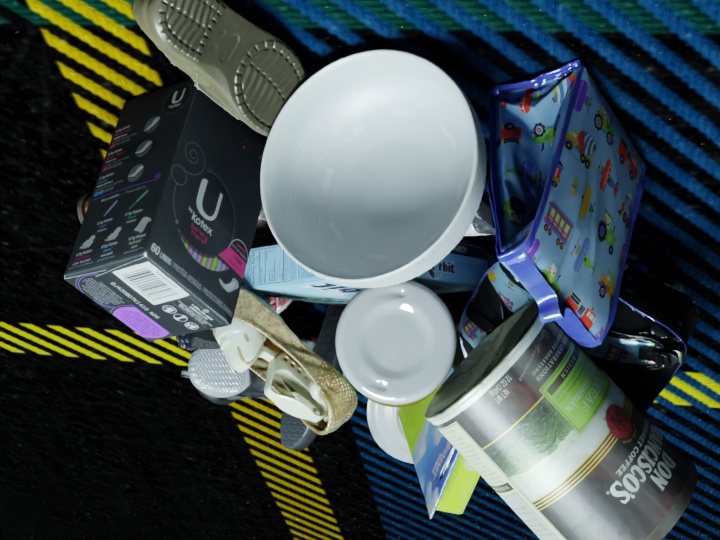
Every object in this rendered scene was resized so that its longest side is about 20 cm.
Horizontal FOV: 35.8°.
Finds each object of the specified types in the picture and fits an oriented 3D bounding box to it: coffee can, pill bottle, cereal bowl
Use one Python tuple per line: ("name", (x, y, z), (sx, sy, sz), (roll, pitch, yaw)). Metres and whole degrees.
("coffee can", (0.174, 0.150, 0.982), (0.200, 0.146, 0.146), (46, 142, -2))
("pill bottle", (0.035, 0.076, 1.082), (0.109, 0.113, 0.200), (8, 172, 3))
("cereal bowl", (0.019, -0.079, 0.951), (0.197, 0.204, 0.083), (-6, 166, 24))

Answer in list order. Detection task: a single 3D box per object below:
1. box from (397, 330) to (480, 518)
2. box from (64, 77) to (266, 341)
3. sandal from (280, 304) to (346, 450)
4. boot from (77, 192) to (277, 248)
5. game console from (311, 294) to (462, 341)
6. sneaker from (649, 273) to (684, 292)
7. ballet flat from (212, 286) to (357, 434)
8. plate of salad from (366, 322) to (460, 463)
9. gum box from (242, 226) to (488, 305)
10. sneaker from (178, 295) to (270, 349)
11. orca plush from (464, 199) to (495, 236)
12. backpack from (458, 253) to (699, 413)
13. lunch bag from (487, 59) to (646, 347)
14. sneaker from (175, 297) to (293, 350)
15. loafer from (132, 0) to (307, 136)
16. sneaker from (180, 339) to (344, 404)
("box", (0.092, 0.155, 1.155), (0.047, 0.201, 0.124), (15, 111, -15))
("box", (-0.168, -0.056, 1.020), (0.105, 0.203, 0.122), (-13, 142, 32))
("sandal", (-0.029, 0.108, 1.234), (0.043, 0.203, 0.076), (30, 167, -28))
("boot", (-0.169, -0.052, 1.162), (0.198, 0.065, 0.186), (-21, 137, 36))
("game console", (0.069, 0.102, 1.365), (0.200, 0.120, 0.171), (40, 169, -36))
("sneaker", (0.256, 0.057, 1.198), (0.091, 0.078, 0.200), (33, 134, -5))
("ballet flat", (-0.088, 0.087, 1.090), (0.199, 0.066, 0.071), (38, 132, -5))
("plate of salad", (0.099, 0.141, 1.301), (0.197, 0.048, 0.203), (-9, 122, -15))
("gum box", (0.000, 0.000, 1.110), (0.198, 0.045, 0.169), (-7, 170, 39))
("sneaker", (-0.201, 0.032, 1.168), (0.197, 0.074, 0.112), (20, 144, -10))
("orca plush", (0.059, -0.070, 1.045), (0.104, 0.072, 0.199), (6, 178, -23))
("backpack", (0.205, 0.058, 1.091), (0.198, 0.135, 0.184), (31, 127, 8))
("lunch bag", (0.172, -0.044, 0.938), (0.093, 0.203, 0.151), (-13, 141, 32))
("sneaker", (-0.134, 0.034, 1.279), (0.074, 0.082, 0.199), (2, 162, -44))
("loafer", (-0.114, -0.184, 0.935), (0.067, 0.076, 0.200), (35, 175, 39))
("sneaker", (-0.112, 0.121, 1.306), (0.197, 0.077, 0.114), (8, 168, -20))
